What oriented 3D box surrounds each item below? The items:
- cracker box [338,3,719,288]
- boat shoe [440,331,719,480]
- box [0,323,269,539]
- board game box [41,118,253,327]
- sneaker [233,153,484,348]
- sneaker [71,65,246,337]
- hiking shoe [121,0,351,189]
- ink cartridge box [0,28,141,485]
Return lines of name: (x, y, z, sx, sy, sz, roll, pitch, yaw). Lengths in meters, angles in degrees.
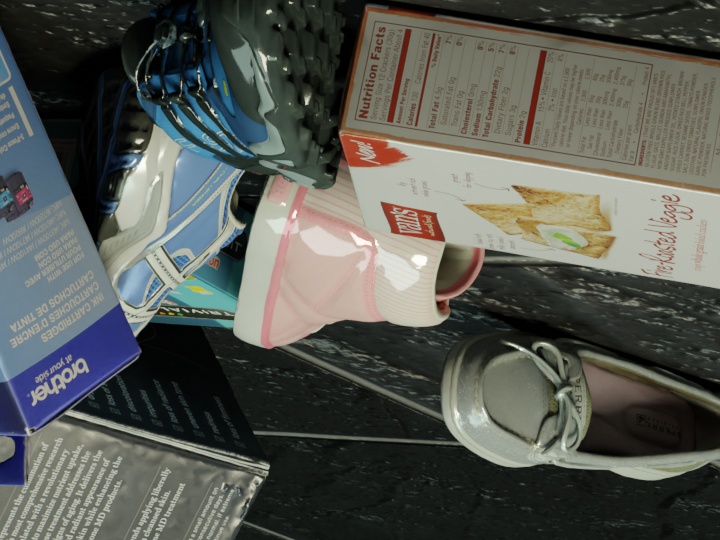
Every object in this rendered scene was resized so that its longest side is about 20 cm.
cracker box: (0.097, -0.042, 1.150, 0.200, 0.058, 0.134, 10, 166, 8)
boat shoe: (0.127, 0.074, 1.593, 0.202, 0.075, 0.065, 17, 160, -40)
box: (-0.180, 0.081, 1.579, 0.196, 0.124, 0.200, 20, -161, -25)
board game box: (-0.140, -0.023, 1.456, 0.151, 0.047, 0.200, 3, 165, 31)
sneaker: (0.000, 0.000, 1.367, 0.105, 0.075, 0.200, 17, 163, 0)
sneaker: (-0.093, -0.013, 1.296, 0.077, 0.076, 0.200, -1, 149, -23)
hiking shoe: (-0.051, -0.074, 1.106, 0.087, 0.075, 0.200, 10, 167, 5)
ink cartridge box: (-0.182, -0.005, 1.254, 0.136, 0.076, 0.200, -3, 117, 47)
